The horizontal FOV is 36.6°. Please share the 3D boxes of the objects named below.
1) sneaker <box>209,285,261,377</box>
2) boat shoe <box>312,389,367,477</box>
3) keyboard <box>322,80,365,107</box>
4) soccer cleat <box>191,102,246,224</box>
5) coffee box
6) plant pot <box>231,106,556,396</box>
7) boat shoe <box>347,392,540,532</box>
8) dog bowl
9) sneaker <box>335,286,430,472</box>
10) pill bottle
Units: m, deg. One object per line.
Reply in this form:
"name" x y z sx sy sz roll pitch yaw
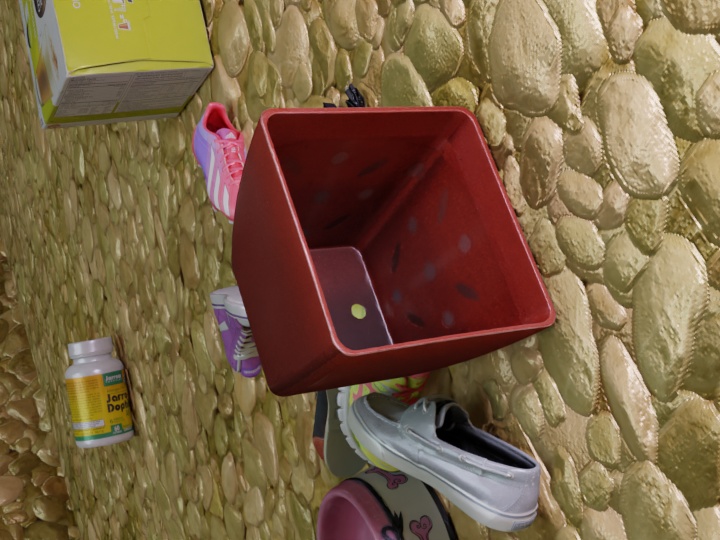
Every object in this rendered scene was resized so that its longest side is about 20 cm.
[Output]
"sneaker" -0.131 0.078 1.348 0.200 0.073 0.114 -176 75 -74
"boat shoe" -0.012 0.113 1.113 0.063 0.071 0.200 -123 36 -61
"keyboard" 0.009 -0.102 1.059 0.200 0.021 0.127 56 150 40
"soccer cleat" -0.161 -0.130 1.347 0.200 0.067 0.077 58 141 44
"coffee box" -0.338 -0.325 1.484 0.198 0.200 0.200 -30 72 62
"plant pot" 0.000 0.000 0.879 0.176 0.200 0.200 -45 58 51
"boat shoe" 0.073 0.143 0.930 0.201 0.070 0.072 28 115 37
"dog bowl" 0.022 0.293 1.091 0.200 0.074 0.200 28 122 59
"sneaker" 0.029 0.105 1.024 0.090 0.078 0.200 7 117 40
"pill bottle" -0.505 0.233 2.093 0.113 0.113 0.200 -11 88 64
